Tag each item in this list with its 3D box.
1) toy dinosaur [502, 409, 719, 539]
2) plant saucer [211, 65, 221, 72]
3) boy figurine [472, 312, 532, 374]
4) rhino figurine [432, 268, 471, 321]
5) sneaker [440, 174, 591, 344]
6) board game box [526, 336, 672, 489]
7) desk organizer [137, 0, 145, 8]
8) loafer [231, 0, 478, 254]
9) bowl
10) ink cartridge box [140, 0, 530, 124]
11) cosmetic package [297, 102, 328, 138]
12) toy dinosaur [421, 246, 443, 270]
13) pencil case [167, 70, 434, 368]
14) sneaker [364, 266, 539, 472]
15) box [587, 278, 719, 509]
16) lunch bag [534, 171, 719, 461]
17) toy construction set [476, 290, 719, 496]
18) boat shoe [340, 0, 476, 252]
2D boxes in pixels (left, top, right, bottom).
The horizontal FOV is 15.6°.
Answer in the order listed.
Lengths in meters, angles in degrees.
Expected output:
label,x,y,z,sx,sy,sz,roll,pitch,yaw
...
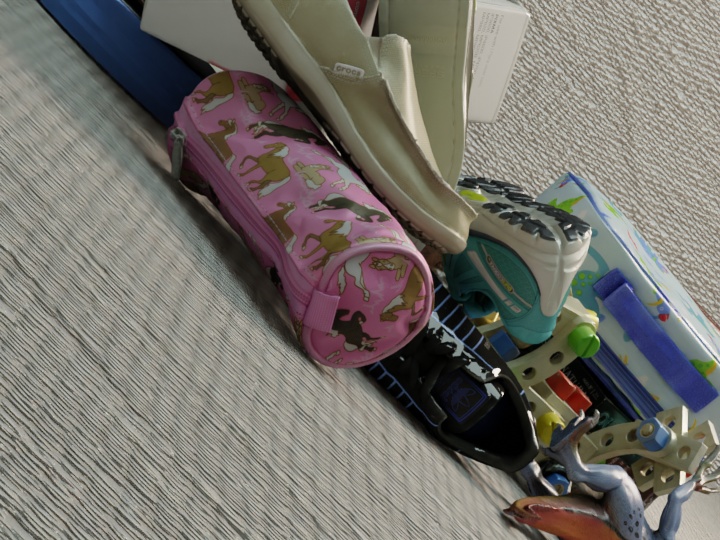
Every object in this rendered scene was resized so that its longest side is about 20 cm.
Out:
label,x,y,z,sx,sy,sz,roll,pitch,yaw
toy dinosaur,0.149,0.173,1.626,0.182,0.105,0.200,58,39,-15
plant saucer,-0.087,-0.123,1.942,0.200,0.050,0.200,46,6,-6
boy figurine,0.112,0.074,1.954,0.124,0.064,0.200,46,9,-5
rhino figurine,0.000,0.000,1.619,0.200,0.060,0.088,38,18,-41
sneaker,0.066,-0.013,1.590,0.077,0.080,0.200,6,14,-25
board game box,0.144,0.057,1.876,0.135,0.028,0.200,40,13,-51
desk organizer,-0.158,-0.247,1.708,0.200,0.077,0.072,46,5,-4
loafer,0.007,-0.098,1.479,0.200,0.068,0.076,52,-2,2
bowl,-0.158,-0.164,1.721,0.201,0.039,0.201,46,5,-5
ink cartridge box,-0.015,-0.158,1.644,0.199,0.085,0.145,1,21,-47
cosmetic package,-0.042,-0.094,1.722,0.050,0.083,0.200,16,11,2
toy dinosaur,0.032,-0.007,1.853,0.136,0.086,0.200,54,-4,17
pencil case,-0.035,-0.030,1.439,0.200,0.086,0.083,50,-16,44
sneaker,0.037,0.043,1.529,0.200,0.070,0.078,42,5,-34
box,0.209,0.068,2.211,0.164,0.166,0.200,43,6,-20
lunch bag,0.185,0.033,1.807,0.200,0.082,0.161,48,6,-16
toy construction set,0.136,0.079,1.705,0.200,0.131,0.092,44,6,-25
boat shoe,0.032,-0.103,1.549,0.072,0.203,0.060,10,14,6
